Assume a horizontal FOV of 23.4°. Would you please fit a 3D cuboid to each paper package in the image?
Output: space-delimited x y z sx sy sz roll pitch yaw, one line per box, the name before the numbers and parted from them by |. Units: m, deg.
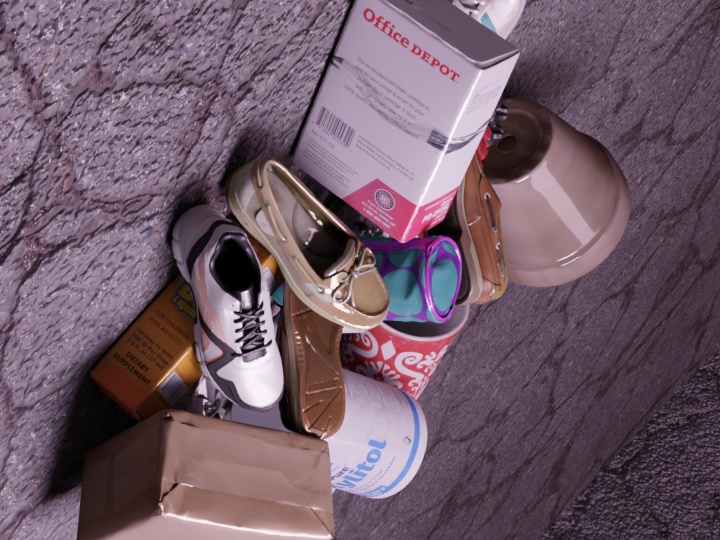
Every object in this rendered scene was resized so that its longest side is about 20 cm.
paper package | -0.150 0.215 1.645 0.190 0.104 0.200 14 155 -29

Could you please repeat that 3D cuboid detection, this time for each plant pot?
plant pot | 0.198 -0.106 2.025 0.200 0.200 0.174 -50 145 -6

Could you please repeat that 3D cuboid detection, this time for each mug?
mug | 0.051 0.083 2.070 0.177 0.133 0.201 -34 156 -39

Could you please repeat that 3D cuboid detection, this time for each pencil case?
pencil case | 0.000 0.000 1.705 0.085 0.199 0.093 -50 135 -45

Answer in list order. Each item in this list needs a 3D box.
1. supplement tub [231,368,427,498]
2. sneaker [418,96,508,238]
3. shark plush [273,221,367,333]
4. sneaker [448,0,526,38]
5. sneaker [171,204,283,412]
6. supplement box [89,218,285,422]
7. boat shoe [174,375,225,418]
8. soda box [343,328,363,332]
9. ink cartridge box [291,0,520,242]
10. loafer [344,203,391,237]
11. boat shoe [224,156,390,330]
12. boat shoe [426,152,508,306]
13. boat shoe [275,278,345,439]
supplement tub | -0.032 0.174 1.933 0.199 0.132 0.132 21 107 -45
sneaker | 0.085 -0.111 1.821 0.071 0.097 0.202 58 46 -63
shark plush | -0.036 0.025 1.802 0.199 0.084 0.091 -19 137 19
sneaker | 0.097 -0.234 1.720 0.093 0.070 0.200 -30 154 -59
sneaker | -0.113 0.042 1.560 0.073 0.080 0.201 -28 112 -23
supplement box | -0.160 0.050 1.631 0.200 0.066 0.069 -49 157 -14
boat shoe | -0.171 0.142 1.758 0.201 0.066 0.072 -59 159 17
soda box | 0.021 -0.029 1.907 0.201 0.064 0.068 -57 160 11
ink cartridge box | 0.040 -0.153 1.618 0.084 0.144 0.201 -29 150 -51
loafer | 0.023 -0.085 1.800 0.201 0.069 0.070 100 2 -47
boat shoe | -0.039 -0.024 1.593 0.073 0.201 0.063 -49 -162 -29
boat shoe | 0.101 -0.065 1.734 0.068 0.072 0.202 -7 90 -40
boat shoe | -0.056 0.059 1.660 0.072 0.072 0.202 -6 96 -36
